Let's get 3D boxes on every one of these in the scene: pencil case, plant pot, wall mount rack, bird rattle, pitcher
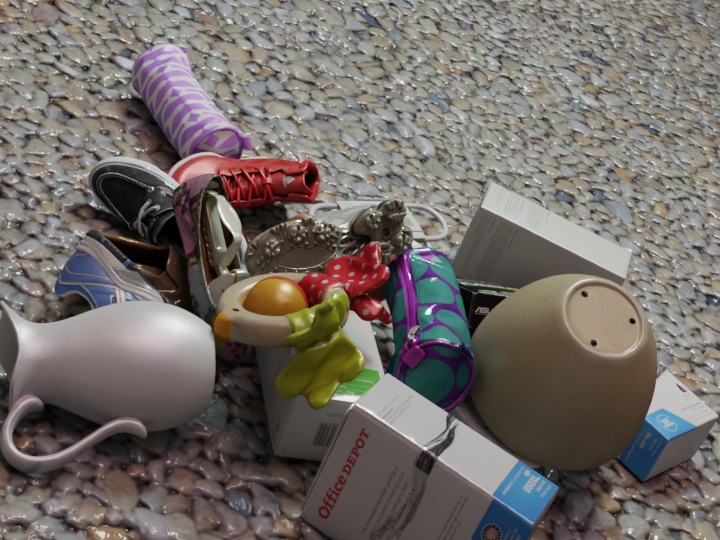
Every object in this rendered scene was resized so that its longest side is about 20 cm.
[{"bbox_3d":[-0.211,-0.198,1.984,0.085,0.084,0.201,-28,54,-12],"label":"pencil case"},{"bbox_3d":[0.221,0.082,1.634,0.198,0.135,0.202,8,56,-13],"label":"plant pot"},{"bbox_3d":[-0.001,-0.054,1.941,0.198,0.075,0.174,0,43,-36],"label":"wall mount rack"},{"bbox_3d":[-0.057,0.031,1.558,0.161,0.114,0.201,6,33,9],"label":"bird rattle"},{"bbox_3d":[-0.237,0.110,1.498,0.197,0.122,0.173,3,57,-16],"label":"pitcher"},{"bbox_3d":[0.069,0.056,1.673,0.093,0.085,0.201,54,14,-28],"label":"pencil case"}]

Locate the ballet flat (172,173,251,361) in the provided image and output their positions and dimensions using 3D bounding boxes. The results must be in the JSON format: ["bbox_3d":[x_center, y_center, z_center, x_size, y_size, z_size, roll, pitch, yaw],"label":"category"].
[{"bbox_3d":[-0.146,-0.008,1.680,0.069,0.071,0.202,1,68,-46],"label":"ballet flat"}]

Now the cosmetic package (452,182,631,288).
[{"bbox_3d":[0.223,-0.009,1.992,0.198,0.108,0.085,27,29,1],"label":"cosmetic package"}]

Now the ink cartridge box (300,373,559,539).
[{"bbox_3d":[0.062,0.215,1.505,0.199,0.146,0.084,33,30,12],"label":"ink cartridge box"}]

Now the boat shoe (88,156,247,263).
[{"bbox_3d":[-0.219,-0.056,1.780,0.199,0.072,0.068,35,18,2],"label":"boat shoe"}]

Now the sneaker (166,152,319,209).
[{"bbox_3d":[-0.127,-0.106,1.870,0.115,0.079,0.199,-4,10,42],"label":"sneaker"}]

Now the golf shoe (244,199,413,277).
[{"bbox_3d":[-0.044,-0.024,1.694,0.198,0.079,0.097,-12,9,-31],"label":"golf shoe"}]

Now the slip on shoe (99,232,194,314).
[{"bbox_3d":[-0.204,0.006,1.709,0.198,0.061,0.076,16,32,-16],"label":"slip on shoe"}]

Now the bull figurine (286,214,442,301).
[{"bbox_3d":[0.000,0.000,1.805,0.198,0.122,0.065,20,32,-8],"label":"bull figurine"}]

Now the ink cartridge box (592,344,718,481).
[{"bbox_3d":[0.298,0.140,1.861,0.115,0.068,0.200,-14,48,-47],"label":"ink cartridge box"}]

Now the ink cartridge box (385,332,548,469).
[{"bbox_3d":[0.126,0.158,1.712,0.115,0.067,0.200,-11,46,-42],"label":"ink cartridge box"}]

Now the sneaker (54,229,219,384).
[{"bbox_3d":[-0.223,0.053,1.630,0.200,0.077,0.076,44,-5,4],"label":"sneaker"}]

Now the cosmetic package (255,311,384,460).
[{"bbox_3d":[-0.043,0.099,1.650,0.106,0.085,0.201,8,35,-19],"label":"cosmetic package"}]

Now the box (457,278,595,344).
[{"bbox_3d":[0.195,0.046,1.840,0.197,0.048,0.193,8,6,-10],"label":"box"}]
